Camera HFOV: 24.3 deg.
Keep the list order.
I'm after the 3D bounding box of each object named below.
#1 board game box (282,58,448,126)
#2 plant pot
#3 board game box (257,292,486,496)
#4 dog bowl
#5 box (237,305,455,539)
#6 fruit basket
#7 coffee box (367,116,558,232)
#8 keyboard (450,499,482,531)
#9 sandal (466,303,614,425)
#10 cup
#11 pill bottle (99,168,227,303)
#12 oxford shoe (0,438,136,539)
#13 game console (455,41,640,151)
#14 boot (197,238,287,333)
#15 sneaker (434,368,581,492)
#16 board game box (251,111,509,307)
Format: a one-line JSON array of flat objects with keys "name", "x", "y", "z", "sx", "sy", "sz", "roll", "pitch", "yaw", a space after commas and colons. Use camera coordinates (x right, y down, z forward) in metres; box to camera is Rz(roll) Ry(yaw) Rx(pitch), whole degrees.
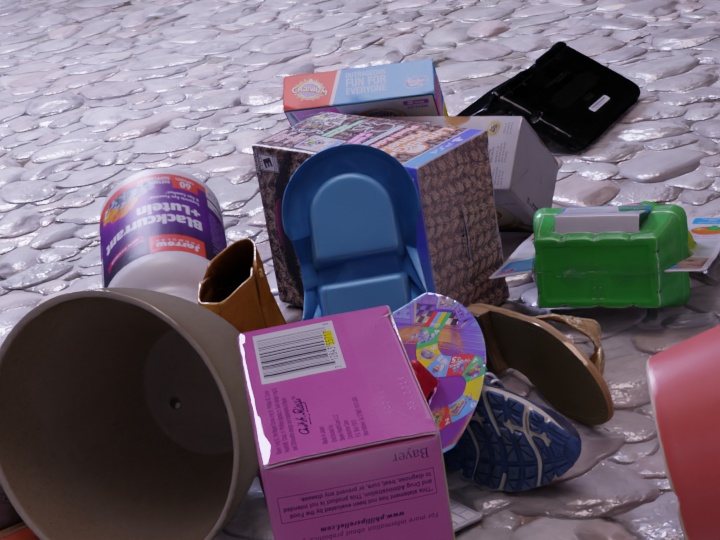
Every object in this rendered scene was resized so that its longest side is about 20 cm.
[{"name": "board game box", "x": 0.016, "y": -0.141, "z": 1.712, "sx": 0.153, "sy": 0.200, "sz": 0.040, "roll": -6, "pitch": 66, "yaw": 9}, {"name": "plant pot", "x": 0.276, "y": 0.101, "z": 1.013, "sx": 0.177, "sy": 0.201, "sz": 0.201, "roll": -15, "pitch": 20, "yaw": 12}, {"name": "board game box", "x": -0.005, "y": 0.089, "z": 1.195, "sx": 0.200, "sy": 0.039, "sz": 0.158, "roll": -32, "pitch": 37, "yaw": 17}, {"name": "dog bowl", "x": 0.000, "y": 0.000, "z": 1.356, "sx": 0.111, "sy": 0.201, "sz": 0.050, "roll": -9, "pitch": -5, "yaw": 0}, {"name": "box", "x": -0.003, "y": 0.150, "z": 0.963, "sx": 0.096, "sy": 0.200, "sz": 0.176, "roll": -11, "pitch": 22, "yaw": -4}, {"name": "fruit basket", "x": 0.224, "y": -0.028, "z": 1.456, "sx": 0.185, "sy": 0.094, "sz": 0.200, "roll": 0, "pitch": 20, "yaw": 22}, {"name": "coffee box", "x": 0.077, "y": -0.093, "z": 1.622, "sx": 0.200, "sy": 0.080, "sz": 0.114, "roll": 3, "pitch": -20, "yaw": 26}, {"name": "keyboard", "x": 0.001, "y": 0.155, "z": 1.203, "sx": 0.056, "sy": 0.011, "sz": 0.200, "roll": -24, "pitch": 26, "yaw": -32}, {"name": "sandal", "x": 0.152, "y": 0.055, "z": 1.299, "sx": 0.070, "sy": 0.078, "sz": 0.212, "roll": -26, "pitch": 21, "yaw": -22}, {"name": "cup", "x": -0.142, "y": 0.100, "z": 1.186, "sx": 0.200, "sy": 0.201, "sz": 0.143, "roll": 1, "pitch": 10, "yaw": 24}, {"name": "pill bottle", "x": -0.165, "y": 0.009, "z": 1.428, "sx": 0.111, "sy": 0.112, "sz": 0.200, "roll": -11, "pitch": 37, "yaw": -3}, {"name": "oxford shoe", "x": -0.220, "y": 0.141, "z": 1.244, "sx": 0.071, "sy": 0.073, "sz": 0.200, "roll": 11, "pitch": 30, "yaw": 41}, {"name": "game console", "x": 0.199, "y": -0.177, "z": 1.929, "sx": 0.176, "sy": 0.117, "sz": 0.200, "roll": 31, "pitch": 36, "yaw": 14}, {"name": "boot", "x": -0.077, "y": 0.039, "z": 1.342, "sx": 0.071, "sy": 0.144, "sz": 0.201, "roll": -3, "pitch": 22, "yaw": 13}, {"name": "sneaker", "x": 0.083, "y": 0.101, "z": 1.220, "sx": 0.200, "sy": 0.077, "sz": 0.085, "roll": 11, "pitch": 25, "yaw": 40}, {"name": "board game box", "x": 0.017, "y": -0.044, "z": 1.486, "sx": 0.200, "sy": 0.160, "sz": 0.097, "roll": 11, "pitch": 29, "yaw": 42}]
